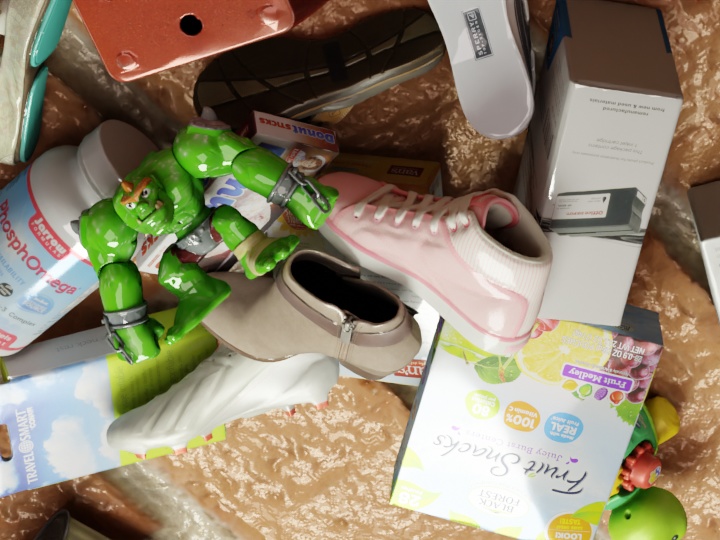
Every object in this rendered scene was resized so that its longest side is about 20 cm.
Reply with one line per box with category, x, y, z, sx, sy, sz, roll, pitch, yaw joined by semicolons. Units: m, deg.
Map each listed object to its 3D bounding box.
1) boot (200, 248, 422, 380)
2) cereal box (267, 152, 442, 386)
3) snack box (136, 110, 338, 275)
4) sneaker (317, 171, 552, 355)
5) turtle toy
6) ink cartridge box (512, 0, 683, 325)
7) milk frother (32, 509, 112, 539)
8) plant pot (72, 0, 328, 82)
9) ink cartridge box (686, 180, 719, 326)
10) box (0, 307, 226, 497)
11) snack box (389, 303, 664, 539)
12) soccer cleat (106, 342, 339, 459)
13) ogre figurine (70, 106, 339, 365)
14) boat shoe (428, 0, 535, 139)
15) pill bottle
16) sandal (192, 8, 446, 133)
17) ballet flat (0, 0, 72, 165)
boot;-0.046;0.023;1.329;0.199;0.070;0.146;18;159;8
cereal box;0.000;0.000;1.403;0.143;0.040;0.200;7;127;18
snack box;-0.098;-0.052;1.346;0.072;0.024;0.200;12;143;-30
sneaker;0.055;-0.035;1.263;0.200;0.075;0.105;37;133;18
turtle toy;0.203;0.166;1.486;0.146;0.101;0.200;-36;115;24
ink cartridge box;0.169;-0.081;1.296;0.084;0.145;0.200;8;124;-3
milk frother;-0.242;0.358;1.580;0.188;0.200;0.181;32;124;-17
plant pot;-0.120;-0.240;1.186;0.199;0.176;0.200;-16;122;13
ink cartridge box;0.355;0.019;1.390;0.144;0.084;0.200;-14;122;11
box;-0.216;0.109;1.459;0.199;0.048;0.122;-14;126;-16
snack box;0.128;0.110;1.373;0.168;0.068;0.201;14;116;-1
soccer cleat;-0.116;0.094;1.425;0.199;0.069;0.078;-17;104;0
ogre figurine;-0.127;-0.029;1.268;0.200;0.098;0.120;-36;97;35
boat shoe;0.089;-0.197;1.271;0.072;0.068;0.201;-14;100;15
pill bottle;-0.241;-0.028;1.374;0.200;0.109;0.109;-38;114;24
sandal;-0.028;-0.143;1.320;0.199;0.082;0.055;-17;143;6
ballet flat;-0.261;-0.166;1.312;0.062;0.067;0.200;22;122;0
